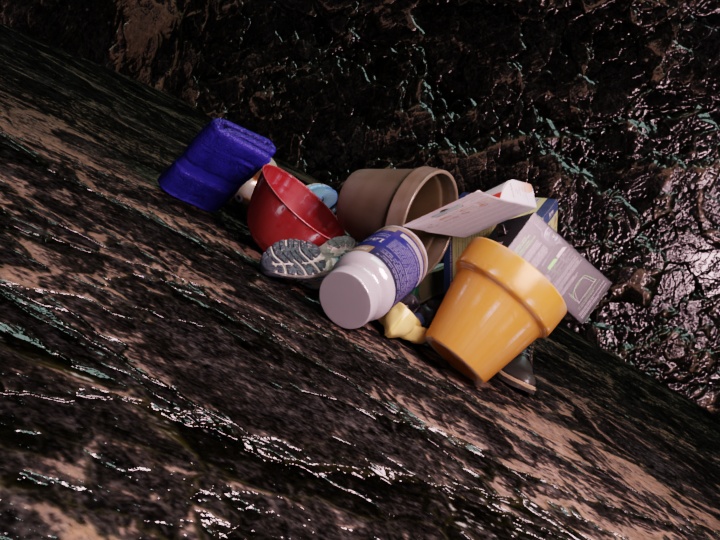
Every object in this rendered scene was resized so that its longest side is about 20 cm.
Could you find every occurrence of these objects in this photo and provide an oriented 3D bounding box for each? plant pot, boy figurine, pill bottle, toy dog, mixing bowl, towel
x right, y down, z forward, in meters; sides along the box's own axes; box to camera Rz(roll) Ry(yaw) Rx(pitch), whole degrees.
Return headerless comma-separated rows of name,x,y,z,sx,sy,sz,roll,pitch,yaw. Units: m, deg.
plant pot,0.058,-0.105,1.621,0.172,0.203,0.199,20,3,31
boy figurine,0.071,0.079,1.552,0.124,0.065,0.200,41,8,11
pill bottle,0.021,0.011,1.431,0.115,0.117,0.200,30,32,15
toy dog,-0.244,-0.188,1.924,0.192,0.141,0.200,23,16,-14
plant pot,0.211,0.080,1.491,0.199,0.184,0.200,39,-9,7
mixing bowl,-0.134,-0.086,1.627,0.200,0.108,0.201,41,15,-13
towel,-0.265,-0.187,1.649,0.146,0.199,0.050,18,47,-38

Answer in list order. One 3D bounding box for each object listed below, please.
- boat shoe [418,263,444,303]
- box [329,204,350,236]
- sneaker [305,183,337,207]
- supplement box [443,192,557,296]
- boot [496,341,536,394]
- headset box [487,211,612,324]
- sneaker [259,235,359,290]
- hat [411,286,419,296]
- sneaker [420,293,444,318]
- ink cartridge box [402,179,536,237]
boat shoe,0.115,0.028,1.860,0.197,0.076,0.068,-9,10,-30
box,-0.001,-0.046,1.936,0.161,0.043,0.200,55,-4,-25
sneaker,-0.113,-0.125,1.935,0.089,0.079,0.199,22,37,33
supplement box,0.277,-0.036,1.762,0.197,0.203,0.134,6,22,23
boot,0.313,0.145,1.713,0.077,0.140,0.200,26,9,-13
headset box,0.309,-0.004,1.570,0.199,0.093,0.174,40,-9,-6
sneaker,-0.085,0.001,1.502,0.198,0.087,0.078,-3,51,-36
hat,0.000,0.000,1.778,0.174,0.203,0.165,-10,10,38
sneaker,0.160,0.092,1.851,0.080,0.078,0.200,-4,14,6
ink cartridge box,0.182,-0.110,1.513,0.199,0.161,0.051,9,64,-50
